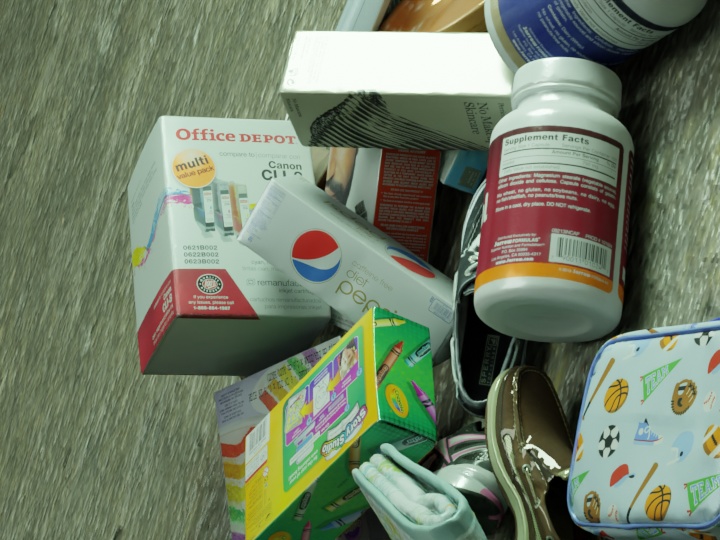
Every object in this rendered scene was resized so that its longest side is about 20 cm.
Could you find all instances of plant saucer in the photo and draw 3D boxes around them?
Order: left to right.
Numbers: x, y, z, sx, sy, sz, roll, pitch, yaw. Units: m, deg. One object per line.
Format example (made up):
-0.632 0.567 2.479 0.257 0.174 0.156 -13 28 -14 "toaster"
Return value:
0.101 -0.239 1.776 0.200 0.037 0.200 -35 18 13 "plant saucer"

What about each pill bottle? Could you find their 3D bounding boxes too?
0.150 -0.054 1.578 0.113 0.113 0.200 -24 52 54 "pill bottle"
0.198 -0.224 1.590 0.200 0.116 0.116 -30 49 48 "pill bottle"

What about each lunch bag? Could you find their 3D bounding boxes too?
0.225 0.108 1.391 0.200 0.075 0.160 -10 63 60 "lunch bag"

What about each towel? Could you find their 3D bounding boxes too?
0.072 0.219 1.494 0.048 0.171 0.200 -33 17 -7 "towel"

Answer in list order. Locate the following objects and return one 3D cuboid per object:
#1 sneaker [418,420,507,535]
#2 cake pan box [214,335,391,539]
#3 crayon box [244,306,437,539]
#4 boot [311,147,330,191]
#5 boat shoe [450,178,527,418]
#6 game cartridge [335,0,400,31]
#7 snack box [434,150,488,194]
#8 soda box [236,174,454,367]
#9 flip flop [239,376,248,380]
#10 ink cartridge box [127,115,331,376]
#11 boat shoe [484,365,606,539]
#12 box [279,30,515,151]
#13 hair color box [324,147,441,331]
0.081 0.163 1.633 0.086 0.080 0.200 -49 15 -20 "sneaker"
-0.043 0.168 1.798 0.200 0.052 0.184 -24 69 46 "cake pan box"
-0.019 0.137 1.661 0.200 0.058 0.119 -46 32 37 "crayon box"
-0.039 -0.090 1.966 0.200 0.070 0.146 -66 30 24 "boot"
0.105 0.015 1.636 0.068 0.072 0.200 49 -130 -74 "boat shoe"
0.009 -0.222 1.896 0.133 0.041 0.200 -63 -6 -4 "game cartridge"
0.075 -0.161 1.852 0.116 0.037 0.200 -64 29 16 "snack box"
0.000 0.000 1.731 0.064 0.200 0.068 -58 -13 16 "soda box"
-0.093 0.082 1.973 0.058 0.081 0.200 -50 38 6 "flip flop"
-0.123 -0.022 1.873 0.145 0.145 0.200 125 141 -59 "ink cartridge box"
0.147 0.157 1.507 0.075 0.075 0.203 -38 54 47 "boat shoe"
0.041 -0.148 1.702 0.200 0.082 0.068 2 58 19 "box"
0.014 -0.047 1.821 0.111 0.064 0.200 -161 77 -64 "hair color box"
